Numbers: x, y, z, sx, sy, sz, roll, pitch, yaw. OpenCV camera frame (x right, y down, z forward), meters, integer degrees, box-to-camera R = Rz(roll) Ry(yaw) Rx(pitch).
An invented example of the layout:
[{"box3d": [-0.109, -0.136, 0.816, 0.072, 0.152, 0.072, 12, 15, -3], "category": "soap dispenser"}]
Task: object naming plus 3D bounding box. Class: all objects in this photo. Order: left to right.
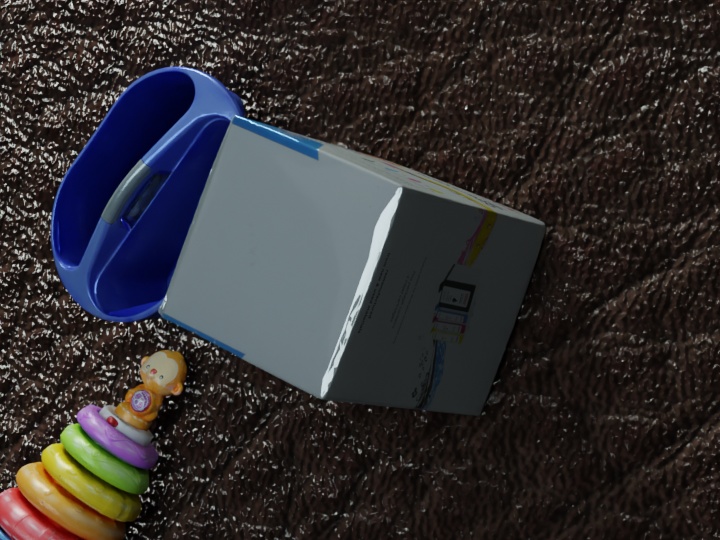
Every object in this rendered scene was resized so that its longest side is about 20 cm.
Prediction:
[{"box3d": [-0.192, 0.144, 1.607, 0.116, 0.110, 0.200, 37, 94, 32], "category": "stacking toy"}, {"box3d": [-0.144, -0.053, 1.578, 0.141, 0.105, 0.200, 46, 110, 28], "category": "caddy"}, {"box3d": [0.000, 0.000, 1.426, 0.147, 0.200, 0.145, 24, 96, 32], "category": "ink cartridge box"}]
